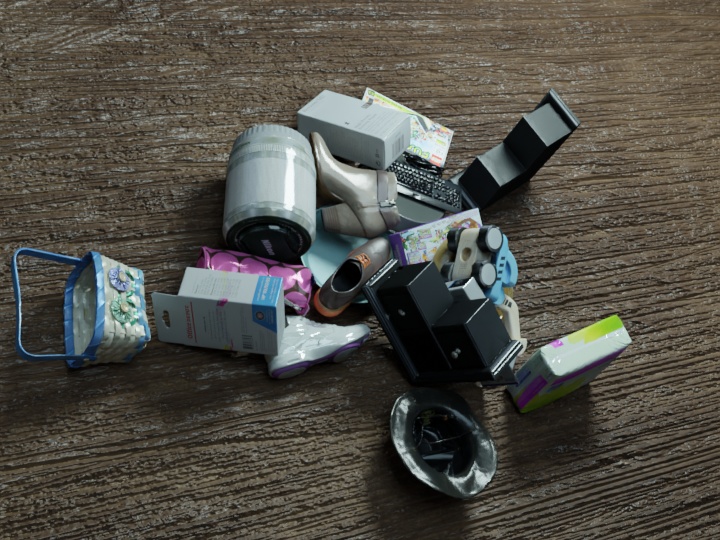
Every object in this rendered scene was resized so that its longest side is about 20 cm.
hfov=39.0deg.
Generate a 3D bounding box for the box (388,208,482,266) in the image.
[{"bbox_3d":[0.151,-0.023,1.855,0.197,0.039,0.140,-17,94,-35],"label":"box"}]

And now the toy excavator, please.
[{"bbox_3d":[0.238,0.035,1.801,0.198,0.099,0.198,24,72,-38],"label":"toy excavator"}]

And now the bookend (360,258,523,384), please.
[{"bbox_3d":[0.133,0.078,1.675,0.092,0.198,0.201,-41,110,-36],"label":"bookend"}]

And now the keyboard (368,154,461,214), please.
[{"bbox_3d":[0.109,-0.181,1.907,0.197,0.040,0.105,20,45,-20],"label":"keyboard"}]

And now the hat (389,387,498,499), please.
[{"bbox_3d":[0.123,0.295,1.667,0.197,0.081,0.203,14,48,-16],"label":"hat"}]

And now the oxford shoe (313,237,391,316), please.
[{"bbox_3d":[0.000,0.000,1.747,0.071,0.073,0.200,39,52,3],"label":"oxford shoe"}]

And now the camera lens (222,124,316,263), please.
[{"bbox_3d":[-0.154,-0.125,1.743,0.157,0.160,0.203,10,57,-18],"label":"camera lens"}]

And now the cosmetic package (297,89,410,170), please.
[{"bbox_3d":[-0.013,-0.263,1.890,0.197,0.075,0.102,21,45,26],"label":"cosmetic package"}]

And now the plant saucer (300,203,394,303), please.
[{"bbox_3d":[-0.023,-0.024,1.820,0.196,0.036,0.204,11,58,-18],"label":"plant saucer"}]

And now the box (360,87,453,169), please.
[{"bbox_3d":[0.081,-0.272,2.015,0.197,0.035,0.111,25,54,-9],"label":"box"}]

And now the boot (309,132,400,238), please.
[{"bbox_3d":[-0.008,-0.156,1.815,0.143,0.070,0.204,-10,87,-7],"label":"boot"}]

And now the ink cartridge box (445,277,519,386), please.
[{"bbox_3d":[0.203,0.108,1.758,0.039,0.099,0.202,-40,106,-34],"label":"ink cartridge box"}]

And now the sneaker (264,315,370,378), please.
[{"bbox_3d":[-0.074,0.108,1.692,0.197,0.075,0.101,-14,68,-30],"label":"sneaker"}]

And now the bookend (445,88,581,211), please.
[{"bbox_3d":[0.295,-0.228,1.982,0.199,0.199,0.093,-32,78,-34],"label":"bookend"}]

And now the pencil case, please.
[{"bbox_3d":[-0.177,0.020,1.691,0.196,0.091,0.095,10,48,-15],"label":"pencil case"}]

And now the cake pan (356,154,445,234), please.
[{"bbox_3d":[0.080,-0.147,1.916,0.197,0.037,0.203,19,45,-20],"label":"cake pan"}]

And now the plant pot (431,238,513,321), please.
[{"bbox_3d":[0.208,0.028,1.846,0.197,0.027,0.205,6,80,-33],"label":"plant pot"}]

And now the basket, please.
[{"bbox_3d":[-0.423,0.055,1.528,0.197,0.139,0.179,4,59,-33],"label":"basket"}]

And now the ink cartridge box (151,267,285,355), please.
[{"bbox_3d":[-0.221,0.063,1.604,0.195,0.117,0.069,6,44,4],"label":"ink cartridge box"}]

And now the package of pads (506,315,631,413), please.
[{"bbox_3d":[0.367,0.169,1.804,0.197,0.155,0.069,-18,66,-30],"label":"package of pads"}]
